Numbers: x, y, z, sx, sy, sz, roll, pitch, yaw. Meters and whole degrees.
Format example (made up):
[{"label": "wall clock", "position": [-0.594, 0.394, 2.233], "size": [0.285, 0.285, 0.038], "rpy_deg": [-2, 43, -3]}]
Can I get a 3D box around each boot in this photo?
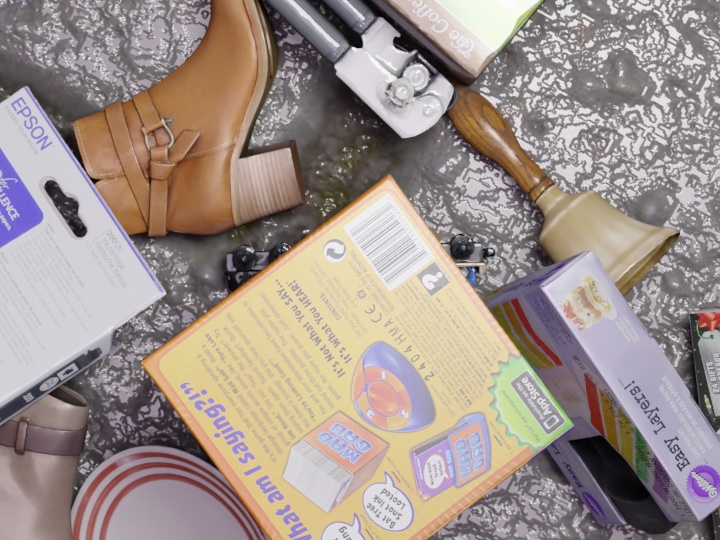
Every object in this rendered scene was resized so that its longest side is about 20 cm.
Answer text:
[{"label": "boot", "position": [-0.132, -0.124, 1.478], "size": [0.154, 0.077, 0.201], "rpy_deg": [-10, 99, 5]}, {"label": "boot", "position": [-0.234, 0.157, 1.476], "size": [0.199, 0.070, 0.147], "rpy_deg": [30, 103, 8]}]

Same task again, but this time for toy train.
[{"label": "toy train", "position": [0.000, 0.000, 1.493], "size": [0.199, 0.034, 0.046], "rpy_deg": [-3, 94, 1]}]

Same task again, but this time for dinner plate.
[{"label": "dinner plate", "position": [-0.130, 0.222, 1.472], "size": [0.199, 0.024, 0.201], "rpy_deg": [7, 104, 31]}]

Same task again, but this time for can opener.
[{"label": "can opener", "position": [-0.015, -0.172, 1.442], "size": [0.200, 0.066, 0.053], "rpy_deg": [43, 95, -10]}]

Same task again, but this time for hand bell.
[{"label": "hand bell", "position": [0.125, -0.063, 1.477], "size": [0.104, 0.104, 0.200], "rpy_deg": [-43, 79, 2]}]

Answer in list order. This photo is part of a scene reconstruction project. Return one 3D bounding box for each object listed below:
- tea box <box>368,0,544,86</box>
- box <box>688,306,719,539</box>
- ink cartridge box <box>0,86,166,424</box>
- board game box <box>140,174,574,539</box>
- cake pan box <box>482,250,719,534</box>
[{"label": "tea box", "position": [0.067, -0.268, 1.431], "size": [0.200, 0.134, 0.197], "rpy_deg": [40, 93, -1]}, {"label": "box", "position": [0.316, 0.121, 1.462], "size": [0.136, 0.040, 0.201], "rpy_deg": [-5, 93, 31]}, {"label": "ink cartridge box", "position": [-0.269, 0.000, 1.458], "size": [0.199, 0.043, 0.199], "rpy_deg": [-33, 74, -6]}, {"label": "board game box", "position": [-0.006, 0.081, 1.369], "size": [0.199, 0.200, 0.200], "rpy_deg": [-37, 90, -4]}, {"label": "cake pan box", "position": [0.166, 0.090, 1.418], "size": [0.052, 0.184, 0.200], "rpy_deg": [-35, 94, -15]}]
